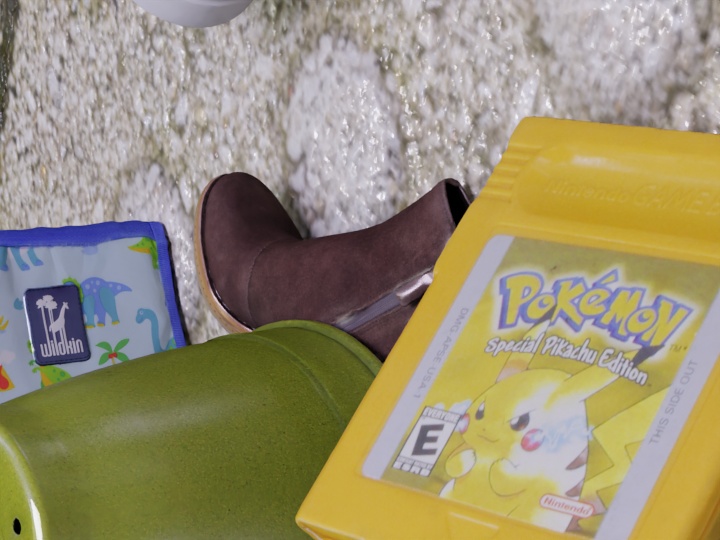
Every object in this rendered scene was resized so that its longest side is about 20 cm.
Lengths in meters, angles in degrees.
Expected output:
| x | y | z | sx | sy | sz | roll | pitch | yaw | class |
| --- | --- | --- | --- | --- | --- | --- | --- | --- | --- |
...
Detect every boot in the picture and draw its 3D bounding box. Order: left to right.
| x | y | z | sx | sy | sz | roll | pitch | yaw | class |
| --- | --- | --- | --- | --- | --- | --- | --- | --- | --- |
| 0.000 | 0.000 | 0.953 | 0.166 | 0.072 | 0.201 | -43 | 59 | 38 | boot |

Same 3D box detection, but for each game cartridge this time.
| x | y | z | sx | sy | sz | roll | pitch | yaw | class |
| --- | --- | --- | --- | --- | --- | --- | --- | --- | --- |
| 0.085 | 0.032 | 0.711 | 0.176 | 0.032 | 0.200 | 10 | 65 | 45 | game cartridge |

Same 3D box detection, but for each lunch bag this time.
| x | y | z | sx | sy | sz | roll | pitch | yaw | class |
| --- | --- | --- | --- | --- | --- | --- | --- | --- | --- |
| -0.201 | 0.070 | 1.161 | 0.127 | 0.170 | 0.201 | 26 | 117 | 52 | lunch bag |

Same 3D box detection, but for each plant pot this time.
| x | y | z | sx | sy | sz | roll | pitch | yaw | class |
| --- | --- | --- | --- | --- | --- | --- | --- | --- | --- |
| -0.099 | 0.125 | 0.867 | 0.200 | 0.192 | 0.201 | 0 | 91 | 48 | plant pot |

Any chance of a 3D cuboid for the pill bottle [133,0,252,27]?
| x | y | z | sx | sy | sz | roll | pitch | yaw | class |
| --- | --- | --- | --- | --- | --- | --- | --- | --- | --- |
| -0.050 | -0.207 | 0.916 | 0.200 | 0.119 | 0.120 | -43 | 61 | 52 | pill bottle |
